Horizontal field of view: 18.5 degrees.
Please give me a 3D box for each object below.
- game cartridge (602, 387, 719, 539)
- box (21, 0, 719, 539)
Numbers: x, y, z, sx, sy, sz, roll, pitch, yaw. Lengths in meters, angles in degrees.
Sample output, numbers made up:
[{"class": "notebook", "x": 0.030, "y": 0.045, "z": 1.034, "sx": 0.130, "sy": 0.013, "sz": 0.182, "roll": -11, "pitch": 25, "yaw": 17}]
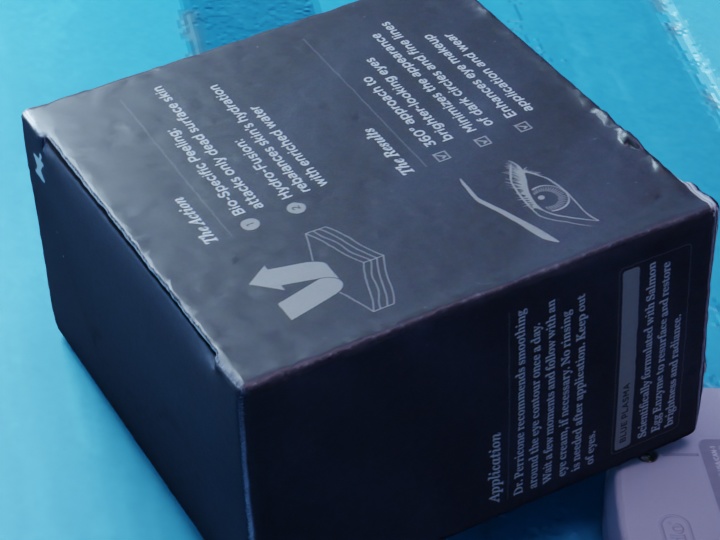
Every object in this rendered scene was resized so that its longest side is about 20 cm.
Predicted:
[{"class": "game cartridge", "x": 0.162, "y": 0.122, "z": 0.834, "sx": 0.133, "sy": 0.041, "sz": 0.200, "roll": 5, "pitch": 38, "yaw": -11}, {"class": "box", "x": 0.000, "y": 0.000, "z": 0.862, "sx": 0.199, "sy": 0.118, "sz": 0.197, "roll": -20, "pitch": 41, "yaw": -21}]
